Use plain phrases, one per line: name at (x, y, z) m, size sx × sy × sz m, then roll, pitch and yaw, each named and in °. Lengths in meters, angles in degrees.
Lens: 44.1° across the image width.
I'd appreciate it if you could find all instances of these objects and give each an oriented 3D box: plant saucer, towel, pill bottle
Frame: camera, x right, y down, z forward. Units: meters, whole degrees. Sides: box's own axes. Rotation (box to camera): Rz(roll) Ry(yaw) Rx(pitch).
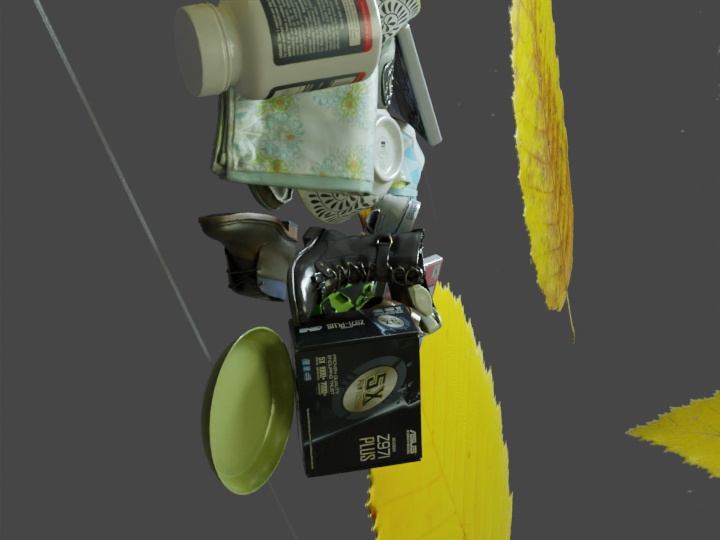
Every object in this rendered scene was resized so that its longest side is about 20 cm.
plant saucer at (-0.140, 0.168, 1.081) m, size 0.200 × 0.031 × 0.202 m, roll 4°, pitch 90°, yaw -66°
towel at (-0.073, -0.180, 1.035) m, size 0.198 × 0.048 × 0.173 m, roll 4°, pitch 89°, yaw -23°
pill bottle at (-0.089, -0.246, 0.942) m, size 0.199 × 0.119 × 0.121 m, roll -15°, pitch 112°, yaw -25°

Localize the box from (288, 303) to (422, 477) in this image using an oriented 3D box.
box at (-0.006, 0.161, 1.187) m, size 0.086 × 0.162 × 0.202 m, roll -116°, pitch -159°, yaw -64°

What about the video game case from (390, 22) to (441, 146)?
video game case at (0.051, -0.305, 1.317) m, size 0.182 × 0.023 × 0.201 m, roll 55°, pitch -10°, yaw 48°

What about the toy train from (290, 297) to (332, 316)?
toy train at (-0.056, 0.125, 1.236) m, size 0.042 × 0.056 × 0.202 m, roll -45°, pitch 132°, yaw -57°

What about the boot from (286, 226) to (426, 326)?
boot at (0.000, 0.000, 1.174) m, size 0.201 × 0.173 × 0.070 m, roll -73°, pitch 163°, yaw -48°

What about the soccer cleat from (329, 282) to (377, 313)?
soccer cleat at (-0.012, 0.041, 1.323) m, size 0.200 × 0.064 × 0.084 m, roll -47°, pitch 162°, yaw -47°

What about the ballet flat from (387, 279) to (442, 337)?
ballet flat at (0.080, 0.057, 1.300) m, size 0.068 × 0.068 × 0.200 m, roll -35°, pitch 142°, yaw -9°

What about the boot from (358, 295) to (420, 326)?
boot at (-0.003, 0.109, 1.274) m, size 0.075 × 0.200 × 0.074 m, roll 28°, pitch 33°, yaw -19°

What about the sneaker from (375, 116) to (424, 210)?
sneaker at (0.050, -0.156, 1.419) m, size 0.200 × 0.079 × 0.132 m, roll 39°, pitch 56°, yaw -61°

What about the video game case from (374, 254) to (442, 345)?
video game case at (0.059, 0.081, 1.373) m, size 0.142 × 0.017 × 0.201 m, roll -20°, pitch 131°, yaw -46°

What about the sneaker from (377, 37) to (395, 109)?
sneaker at (0.001, -0.270, 1.178) m, size 0.200 × 0.088 × 0.078 m, roll -82°, pitch 176°, yaw -67°

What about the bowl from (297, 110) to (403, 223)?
bowl at (-0.002, -0.166, 1.227) m, size 0.200 × 0.094 × 0.203 m, roll -3°, pitch 93°, yaw -56°

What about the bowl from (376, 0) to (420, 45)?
bowl at (-0.035, -0.320, 1.091) m, size 0.095 × 0.200 × 0.201 m, roll -66°, pitch 154°, yaw -3°

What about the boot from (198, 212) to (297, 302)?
boot at (-0.126, -0.014, 1.036) m, size 0.200 × 0.074 × 0.098 m, roll 9°, pitch 82°, yaw -68°

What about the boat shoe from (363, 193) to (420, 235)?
boat shoe at (0.039, -0.070, 1.379) m, size 0.200 × 0.065 × 0.074 m, roll 120°, pitch -8°, yaw -64°

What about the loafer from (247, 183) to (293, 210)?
loafer at (-0.098, -0.173, 1.083) m, size 0.075 × 0.069 × 0.202 m, roll -16°, pitch 107°, yaw -65°
